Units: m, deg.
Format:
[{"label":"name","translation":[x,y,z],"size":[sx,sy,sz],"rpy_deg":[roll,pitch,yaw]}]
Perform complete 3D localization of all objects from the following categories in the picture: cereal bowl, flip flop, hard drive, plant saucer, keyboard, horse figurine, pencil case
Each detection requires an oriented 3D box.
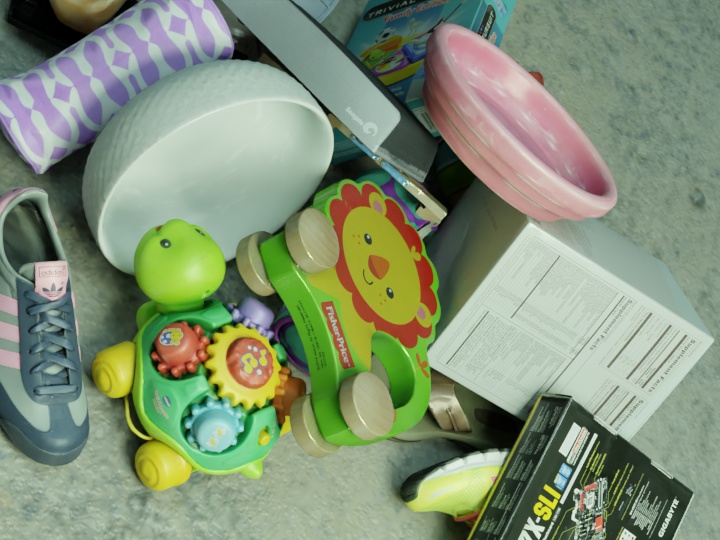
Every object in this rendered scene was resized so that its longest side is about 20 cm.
[{"label":"cereal bowl","translation":[-0.125,-0.088,1.103],"size":[0.199,0.200,0.083],"rpy_deg":[-7,53,-40]},{"label":"flip flop","translation":[0.078,0.113,1.223],"size":[0.199,0.058,0.081],"rpy_deg":[20,53,-27]},{"label":"hard drive","translation":[-0.024,-0.159,1.155],"size":[0.200,0.042,0.135],"rpy_deg":[47,9,20]},{"label":"plant saucer","translation":[0.120,-0.111,1.156],"size":[0.200,0.051,0.201],"rpy_deg":[38,24,-20]},{"label":"keyboard","translation":[-0.199,-0.175,1.188],"size":[0.199,0.040,0.104],"rpy_deg":[26,56,1]},{"label":"horse figurine","translation":[-0.222,-0.246,1.166],"size":[0.132,0.050,0.200],"rpy_deg":[-36,81,-18]},{"label":"pencil case","translation":[-0.192,-0.156,1.106],"size":[0.200,0.084,0.086],"rpy_deg":[-34,87,-12]},{"label":"pencil case","translation":[0.000,0.000,1.210],"size":[0.092,0.085,0.200],"rpy_deg":[8,46,21]}]

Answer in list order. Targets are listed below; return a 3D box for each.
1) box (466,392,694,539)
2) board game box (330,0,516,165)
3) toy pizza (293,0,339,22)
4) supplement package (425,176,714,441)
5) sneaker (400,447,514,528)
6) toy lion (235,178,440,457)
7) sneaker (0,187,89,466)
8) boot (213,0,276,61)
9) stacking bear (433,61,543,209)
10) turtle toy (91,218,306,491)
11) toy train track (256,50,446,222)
[{"label":"box","translation":[0.167,0.225,1.161],"size":[0.159,0.049,0.201],"rpy_deg":[36,73,-24]},{"label":"board game box","translation":[0.050,-0.194,1.321],"size":[0.047,0.150,0.200],"rpy_deg":[54,40,-32]},{"label":"toy pizza","translation":[-0.098,-0.301,1.298],"size":[0.199,0.032,0.201],"rpy_deg":[-5,102,-23]},{"label":"supplement package","translation":[0.162,0.034,1.236],"size":[0.200,0.151,0.152],"rpy_deg":[31,19,-18]},{"label":"sneaker","translation":[0.123,0.198,1.196],"size":[0.199,0.078,0.091],"rpy_deg":[5,71,-31]},{"label":"toy lion","translation":[0.003,0.028,1.095],"size":[0.191,0.068,0.201],"rpy_deg":[-5,74,-55]},{"label":"sneaker","translation":[-0.230,0.035,1.017],"size":[0.070,0.082,0.201],"rpy_deg":[-7,69,-40]},{"label":"boot","translation":[-0.120,-0.142,1.229],"size":[0.146,0.070,0.201],"rpy_deg":[19,59,-17]},{"label":"stacking bear","translation":[0.133,-0.078,1.349],"size":[0.121,0.113,0.201],"rpy_deg":[2,71,-66]},{"label":"turtle toy","translation":[-0.115,0.061,1.068],"size":[0.145,0.101,0.201],"rpy_deg":[-22,84,-43]},{"label":"toy train track","translation":[-0.013,-0.103,1.190],"size":[0.200,0.033,0.115],"rpy_deg":[40,12,-7]}]
